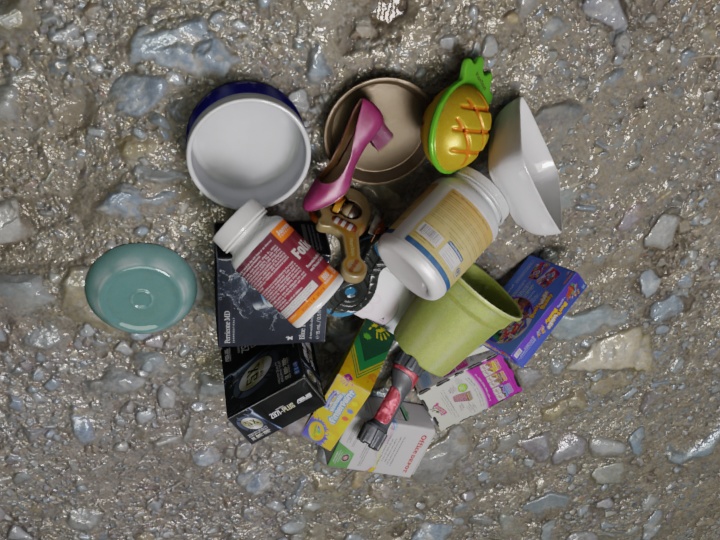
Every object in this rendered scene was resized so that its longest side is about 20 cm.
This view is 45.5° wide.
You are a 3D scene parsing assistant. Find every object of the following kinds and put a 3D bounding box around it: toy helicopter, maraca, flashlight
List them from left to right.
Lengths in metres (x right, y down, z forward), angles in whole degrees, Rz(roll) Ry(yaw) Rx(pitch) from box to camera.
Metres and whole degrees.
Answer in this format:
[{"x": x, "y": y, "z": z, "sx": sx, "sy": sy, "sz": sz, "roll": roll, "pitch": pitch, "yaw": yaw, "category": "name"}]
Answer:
[{"x": -0.012, "y": -0.062, "z": 1.467, "sx": 0.132, "sy": 0.201, "sz": 0.079, "roll": 6, "pitch": 142, "yaw": -18, "category": "toy helicopter"}, {"x": 0.059, "y": 0.262, "z": 1.730, "sx": 0.068, "sy": 0.068, "sz": 0.201, "roll": 32, "pitch": 77, "yaw": -5, "category": "flashlight"}, {"x": 0.166, "y": -0.255, "z": 1.411, "sx": 0.201, "sy": 0.107, "sz": 0.137, "roll": -64, "pitch": 146, "yaw": -12, "category": "maraca"}]

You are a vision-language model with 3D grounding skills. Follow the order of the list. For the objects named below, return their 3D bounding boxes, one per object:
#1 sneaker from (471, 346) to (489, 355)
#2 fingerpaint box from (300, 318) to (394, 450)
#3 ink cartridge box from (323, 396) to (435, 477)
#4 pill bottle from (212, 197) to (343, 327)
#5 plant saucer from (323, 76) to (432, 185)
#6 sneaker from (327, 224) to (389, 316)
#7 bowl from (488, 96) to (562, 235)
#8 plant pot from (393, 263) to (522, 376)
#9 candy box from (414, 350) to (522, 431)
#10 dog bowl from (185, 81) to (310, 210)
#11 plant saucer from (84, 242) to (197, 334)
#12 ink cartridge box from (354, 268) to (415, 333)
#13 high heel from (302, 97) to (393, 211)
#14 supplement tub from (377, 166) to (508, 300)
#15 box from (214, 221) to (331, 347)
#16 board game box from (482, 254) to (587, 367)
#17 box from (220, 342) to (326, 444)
[{"x": 0.214, "y": 0.112, "z": 1.711, "sx": 0.199, "sy": 0.077, "sz": 0.111, "roll": -26, "pitch": 136, "yaw": 13, "category": "sneaker"}, {"x": -0.022, "y": 0.220, "z": 1.644, "sx": 0.073, "sy": 0.167, "sz": 0.200, "roll": 30, "pitch": 130, "yaw": 0, "category": "fingerpaint box"}, {"x": 0.038, "y": 0.352, "z": 1.832, "sx": 0.199, "sy": 0.084, "sz": 0.145, "roll": 13, "pitch": 120, "yaw": -20, "category": "ink cartridge box"}, {"x": -0.134, "y": -0.015, "z": 1.384, "sx": 0.200, "sy": 0.114, "sz": 0.114, "roll": 44, "pitch": 108, "yaw": -5, "category": "pill bottle"}, {"x": 0.033, "y": -0.238, "z": 1.457, "sx": 0.199, "sy": 0.030, "sz": 0.201, "roll": -6, "pitch": 126, "yaw": -8, "category": "plant saucer"}, {"x": 0.000, "y": 0.000, "z": 1.580, "sx": 0.073, "sy": 0.082, "sz": 0.200, "roll": 27, "pitch": 112, "yaw": -29, "category": "sneaker"}, {"x": 0.278, "y": -0.170, "z": 1.470, "sx": 0.074, "sy": 0.201, "sz": 0.200, "roll": -19, "pitch": 128, "yaw": 24, "category": "bowl"}, {"x": 0.165, "y": 0.087, "z": 1.592, "sx": 0.200, "sy": 0.201, "sz": 0.184, "roll": 30, "pitch": 109, "yaw": -29, "category": "plant pot"}, {"x": 0.225, "y": 0.239, "z": 1.813, "sx": 0.199, "sy": 0.061, "sz": 0.137, "roll": -28, "pitch": 126, "yaw": 6, "category": "candy box"}, {"x": -0.184, "y": -0.202, "z": 1.399, "sx": 0.199, "sy": 0.079, "sz": 0.201, "roll": -6, "pitch": 125, "yaw": -9, "category": "dog bowl"}, {"x": -0.395, "y": 0.044, "z": 1.547, "sx": 0.199, "sy": 0.036, "sz": 0.201, "roll": -6, "pitch": 126, "yaw": -9, "category": "plant saucer"}, {"x": 0.086, "y": 0.027, "z": 1.642, "sx": 0.162, "sy": 0.057, "sz": 0.200, "roll": 30, "pitch": 118, "yaw": -28, "category": "ink cartridge box"}, {"x": -0.039, "y": -0.190, "z": 1.406, "sx": 0.200, "sy": 0.067, "sz": 0.096, "roll": -48, "pitch": 133, "yaw": -4, "category": "high heel"}, {"x": 0.141, "y": -0.065, "z": 1.448, "sx": 0.200, "sy": 0.144, "sz": 0.145, "roll": -46, "pitch": 126, "yaw": -14, "category": "supplement tub"}, {"x": -0.161, "y": 0.025, "z": 1.540, "sx": 0.199, "sy": 0.118, "sz": 0.197, "roll": -2, "pitch": 125, "yaw": -10, "category": "box"}, {"x": 0.316, "y": 0.074, "z": 1.631, "sx": 0.200, "sy": 0.134, "sz": 0.045, "roll": -50, "pitch": 123, "yaw": -7, "category": "board game box"}, {"x": -0.166, "y": 0.195, "z": 1.604, "sx": 0.163, "sy": 0.200, "sz": 0.086, "roll": -28, "pitch": 126, "yaw": 8, "category": "box"}]
